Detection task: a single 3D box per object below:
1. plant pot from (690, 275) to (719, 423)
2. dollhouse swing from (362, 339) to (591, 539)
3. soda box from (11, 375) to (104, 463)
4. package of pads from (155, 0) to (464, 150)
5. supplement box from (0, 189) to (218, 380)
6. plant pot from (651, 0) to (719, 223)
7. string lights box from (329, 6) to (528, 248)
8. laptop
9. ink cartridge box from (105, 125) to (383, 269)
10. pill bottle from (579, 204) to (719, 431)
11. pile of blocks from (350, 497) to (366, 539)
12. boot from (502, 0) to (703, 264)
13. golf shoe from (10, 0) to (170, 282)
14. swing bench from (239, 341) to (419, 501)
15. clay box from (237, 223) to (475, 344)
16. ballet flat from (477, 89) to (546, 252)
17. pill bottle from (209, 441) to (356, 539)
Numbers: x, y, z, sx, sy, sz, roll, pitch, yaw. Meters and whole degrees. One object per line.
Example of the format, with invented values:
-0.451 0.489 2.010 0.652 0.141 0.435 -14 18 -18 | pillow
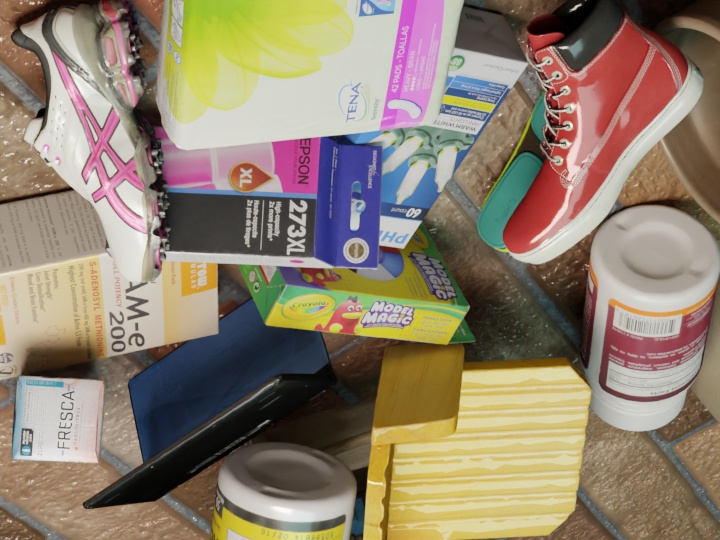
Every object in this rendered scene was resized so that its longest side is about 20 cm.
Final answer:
0.412 0.113 1.765 0.186 0.201 0.188 -14 141 -11 | plant pot
0.094 0.179 1.516 0.174 0.182 0.201 6 117 2 | dollhouse swing
-0.237 0.116 1.473 0.068 0.064 0.200 4 175 -9 | soda box
-0.034 -0.159 1.240 0.199 0.068 0.155 -7 137 -18 | package of pads
-0.212 0.005 1.441 0.199 0.074 0.126 -12 141 -13 | supplement box
0.346 -0.143 1.470 0.174 0.200 0.201 -29 144 -19 | plant pot
0.030 -0.111 1.435 0.102 0.059 0.200 7 133 -32 | string lights box
-0.127 0.088 1.481 0.187 0.116 0.200 -34 167 13 | laptop
-0.084 -0.053 1.371 0.198 0.095 0.037 3 169 -1 | ink cartridge box
0.255 0.047 1.683 0.113 0.115 0.201 -14 141 -11 | pill bottle
-0.019 0.233 1.605 0.199 0.062 0.082 17 131 -44 | pile of blocks
0.144 -0.110 1.400 0.144 0.072 0.200 31 103 -34 | boot
-0.184 -0.086 1.307 0.091 0.073 0.201 -11 103 0 | golf shoe
-0.014 0.159 1.670 0.198 0.130 0.201 -18 142 -6 | swing bench
0.000 0.000 1.504 0.199 0.115 0.048 6 128 -32 | clay box
0.162 -0.097 1.520 0.067 0.067 0.200 -12 142 -48 | ballet flat
-0.069 0.248 1.495 0.111 0.111 0.201 -1 112 -25 | pill bottle
